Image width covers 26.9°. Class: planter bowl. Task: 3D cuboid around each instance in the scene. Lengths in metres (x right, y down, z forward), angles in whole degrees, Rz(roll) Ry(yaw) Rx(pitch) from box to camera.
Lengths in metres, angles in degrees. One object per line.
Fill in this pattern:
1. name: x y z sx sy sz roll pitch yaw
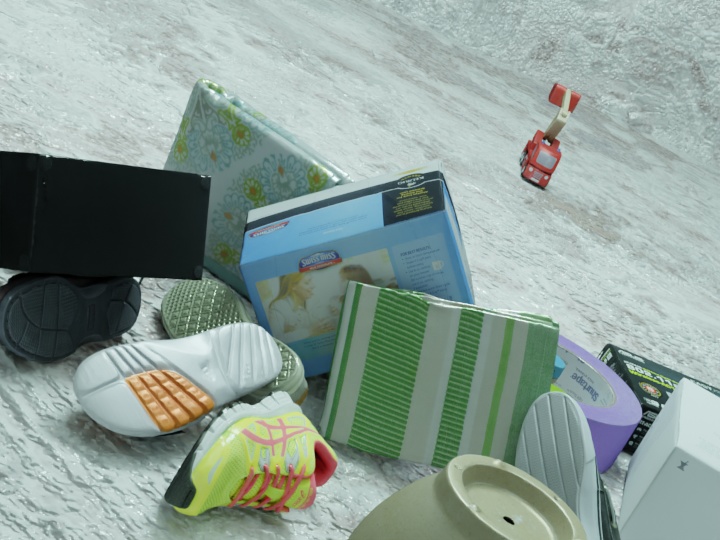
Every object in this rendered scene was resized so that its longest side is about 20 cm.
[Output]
1. planter bowl: 0.086 0.224 1.121 0.199 0.135 0.200 25 19 -9

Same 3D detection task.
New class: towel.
1. towel: 0.071 0.099 1.345 0.198 0.154 0.023 12 -1 -6
2. towel: -0.115 -0.072 1.527 0.199 0.172 0.048 35 27 16

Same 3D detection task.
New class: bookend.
1. bookend: -0.266 -0.049 1.271 0.198 0.093 0.199 7 2 37

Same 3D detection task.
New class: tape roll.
1. tape roll: 0.199 0.129 1.609 0.199 0.066 0.200 25 21 -10

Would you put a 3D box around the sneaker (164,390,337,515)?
1. sneaker: -0.075 0.153 1.169 0.090 0.078 0.200 41 24 13

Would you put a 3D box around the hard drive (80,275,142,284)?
1. hard drive: -0.262 -0.036 1.439 0.139 0.038 0.200 26 21 -6

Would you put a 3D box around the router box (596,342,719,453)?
1. router box: 0.370 0.174 1.733 0.199 0.062 0.150 23 19 -16

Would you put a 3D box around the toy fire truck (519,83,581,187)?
1. toy fire truck: 0.324 -0.232 2.552 0.048 0.142 0.200 26 19 -4

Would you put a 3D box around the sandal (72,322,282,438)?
1. sandal: -0.149 0.098 1.226 0.206 0.059 0.080 -12 67 -46

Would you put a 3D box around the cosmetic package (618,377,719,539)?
1. cosmetic package: 0.373 0.235 1.497 0.198 0.124 0.200 30 18 5

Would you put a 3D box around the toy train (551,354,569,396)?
1. toy train: 0.160 0.156 1.412 0.084 0.116 0.200 23 20 -12

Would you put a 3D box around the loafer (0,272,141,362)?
1. loafer: -0.258 0.033 1.252 0.063 0.073 0.200 11 7 22

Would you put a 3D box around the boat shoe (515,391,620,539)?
1. boat shoe: 0.184 0.208 1.309 0.071 0.072 0.202 23 57 -52

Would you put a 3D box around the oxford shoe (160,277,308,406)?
1. oxford shoe: -0.115 0.070 1.354 0.200 0.075 0.058 35 -22 41

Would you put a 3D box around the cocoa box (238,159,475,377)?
1. cocoa box: 0.000 0.000 1.416 0.198 0.134 0.131 -15 24 7
